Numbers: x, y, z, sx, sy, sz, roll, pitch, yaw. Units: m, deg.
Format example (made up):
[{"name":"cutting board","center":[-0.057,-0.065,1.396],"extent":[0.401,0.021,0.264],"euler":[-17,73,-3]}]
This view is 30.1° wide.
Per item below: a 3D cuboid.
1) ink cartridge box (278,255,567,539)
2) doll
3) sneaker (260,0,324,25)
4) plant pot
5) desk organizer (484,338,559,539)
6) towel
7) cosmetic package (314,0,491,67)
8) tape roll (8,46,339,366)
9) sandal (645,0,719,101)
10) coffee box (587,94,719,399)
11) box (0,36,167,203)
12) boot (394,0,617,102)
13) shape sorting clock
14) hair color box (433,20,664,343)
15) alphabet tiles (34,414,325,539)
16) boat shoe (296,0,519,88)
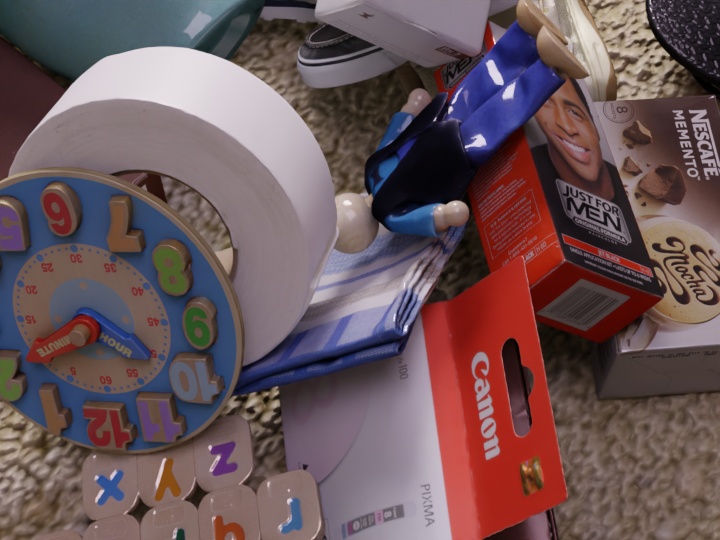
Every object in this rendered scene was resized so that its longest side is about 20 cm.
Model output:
[{"name":"ink cartridge box","center":[0.028,0.098,0.826],"extent":[0.056,0.200,0.165],"euler":[14,54,-33]},{"name":"doll","center":[0.051,-0.082,0.856],"extent":[0.200,0.048,0.137],"euler":[-43,36,18]},{"name":"sneaker","center":[-0.026,-0.244,1.054],"extent":[0.197,0.081,0.077],"euler":[1,37,5]},{"name":"plant pot","center":[-0.180,-0.218,0.993],"extent":[0.188,0.200,0.200],"euler":[44,67,1]},{"name":"desk organizer","center":[0.078,0.134,0.869],"extent":[0.076,0.072,0.202],"euler":[-6,61,-2]},{"name":"towel","center":[0.000,0.000,0.890],"extent":[0.146,0.024,0.201],"euler":[-18,28,34]},{"name":"cosmetic package","center":[0.045,-0.251,0.903],"extent":[0.101,0.074,0.203],"euler":[19,81,-29]},{"name":"tape roll","center":[-0.116,-0.034,0.839],"extent":[0.200,0.205,0.071],"euler":[13,36,6]},{"name":"sandal","center":[0.302,-0.157,1.060],"extent":[0.199,0.045,0.075],"euler":[37,70,2]},{"name":"coffee box","center":[0.212,-0.019,0.952],"extent":[0.111,0.080,0.203],"euler":[-3,61,-3]},{"name":"box","center":[-0.245,-0.085,0.981],"extent":[0.199,0.075,0.100],"euler":[37,67,19]},{"name":"boot","center":[0.098,-0.186,1.051],"extent":[0.153,0.072,0.202],"euler":[-16,59,-5]},{"name":"shape sorting clock","center":[-0.167,0.031,0.828],"extent":[0.197,0.202,0.039],"euler":[14,35,6]},{"name":"hair color box","center":[0.122,-0.060,0.890],"extent":[0.101,0.061,0.202],"euler":[18,45,-38]},{"name":"alphabet tiles","center":[-0.115,0.192,0.832],"extent":[0.197,0.015,0.198],"euler":[-15,58,8]},{"name":"boat shoe","center":[0.035,-0.206,0.993],"extent":[0.198,0.071,0.072],"euler":[-27,36,5]}]
